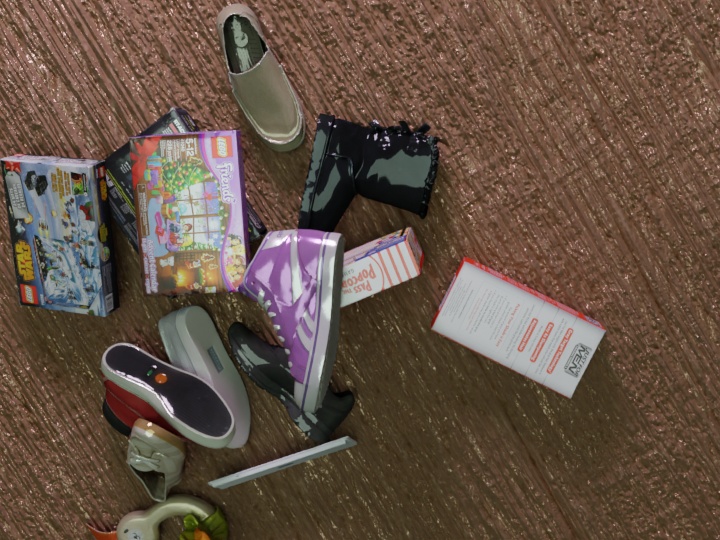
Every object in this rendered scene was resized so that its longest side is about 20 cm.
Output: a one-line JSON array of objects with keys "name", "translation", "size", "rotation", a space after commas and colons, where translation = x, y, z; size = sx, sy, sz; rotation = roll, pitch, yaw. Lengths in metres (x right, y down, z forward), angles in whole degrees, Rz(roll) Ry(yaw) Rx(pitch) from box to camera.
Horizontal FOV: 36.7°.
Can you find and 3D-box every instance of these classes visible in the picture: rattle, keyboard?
[{"name": "rattle", "translation": [-0.279, 0.376, 1.435], "size": [0.199, 0.143, 0.131], "rotation": [4, 116, -2]}, {"name": "keyboard", "translation": [-0.103, 0.257, 1.445], "size": [0.199, 0.056, 0.011], "rotation": [-19, 75, 7]}]

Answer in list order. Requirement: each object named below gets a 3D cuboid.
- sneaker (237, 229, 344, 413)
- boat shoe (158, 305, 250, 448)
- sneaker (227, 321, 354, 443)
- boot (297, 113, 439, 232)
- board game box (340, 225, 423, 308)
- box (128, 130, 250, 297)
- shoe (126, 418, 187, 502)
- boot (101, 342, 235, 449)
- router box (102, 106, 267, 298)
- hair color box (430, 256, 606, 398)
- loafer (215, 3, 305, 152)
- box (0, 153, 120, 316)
[{"name": "sneaker", "translation": [-0.082, 0.054, 1.213], "size": [0.114, 0.073, 0.202], "rotation": [4, 88, 8]}, {"name": "boat shoe", "translation": [-0.211, 0.145, 1.437], "size": [0.068, 0.072, 0.201], "rotation": [-14, 109, 34]}, {"name": "sneaker", "translation": [-0.090, 0.132, 1.426], "size": [0.091, 0.076, 0.200], "rotation": [-45, 101, 2]}, {"name": "boot", "translation": [0.010, -0.101, 1.385], "size": [0.161, 0.073, 0.200], "rotation": [12, 97, 0]}, {"name": "board game box", "translation": [0.000, 0.000, 1.331], "size": [0.151, 0.200, 0.047], "rotation": [-22, 95, 8]}, {"name": "box", "translation": [-0.211, -0.071, 1.356], "size": [0.136, 0.039, 0.201], "rotation": [-4, 97, 4]}, {"name": "shoe", "translation": [-0.259, 0.245, 1.387], "size": [0.070, 0.200, 0.054], "rotation": [19, 63, 8]}, {"name": "boot", "translation": [-0.252, 0.194, 1.415], "size": [0.199, 0.072, 0.145], "rotation": [30, 137, 15]}, {"name": "router box", "translation": [-0.238, -0.088, 1.408], "size": [0.149, 0.062, 0.201], "rotation": [-33, 93, 9]}, {"name": "hair color box", "translation": [0.200, 0.072, 1.394], "size": [0.199, 0.061, 0.102], "rotation": [27, 98, 2]}, {"name": "loafer", "translation": [-0.133, -0.243, 1.377], "size": [0.075, 0.068, 0.201], "rotation": [-26, 94, 7]}, {"name": "box", "translation": [-0.386, -0.046, 1.399], "size": [0.136, 0.040, 0.201], "rotation": [7, 111, 20]}]
